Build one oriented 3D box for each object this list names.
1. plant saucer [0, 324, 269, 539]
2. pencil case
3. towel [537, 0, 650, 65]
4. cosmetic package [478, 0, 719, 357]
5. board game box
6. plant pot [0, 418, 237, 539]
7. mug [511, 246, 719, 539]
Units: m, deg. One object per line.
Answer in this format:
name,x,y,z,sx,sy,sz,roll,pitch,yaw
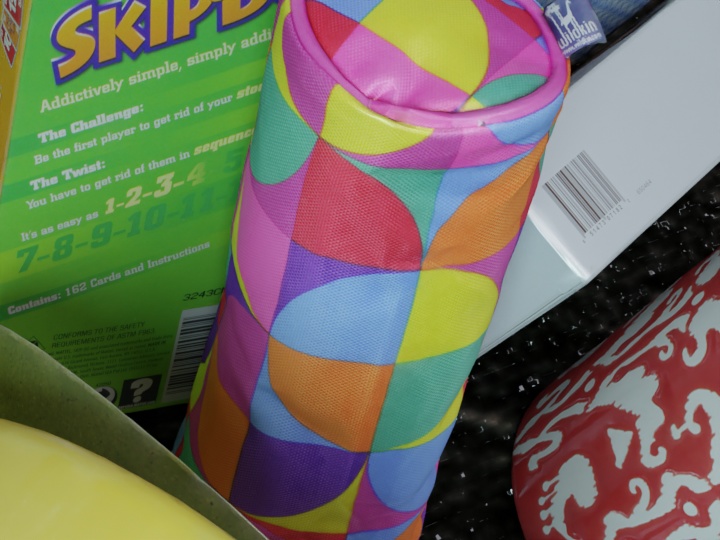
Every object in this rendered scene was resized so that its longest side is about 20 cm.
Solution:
plant saucer,-0.041,0.092,0.756,0.200,0.200,0.031,44,77,-8
pencil case,0.000,0.000,0.780,0.088,0.201,0.089,10,40,-9
towel,0.026,-0.076,0.860,0.147,0.200,0.024,6,48,-58
cosmetic package,0.062,-0.026,0.915,0.052,0.151,0.200,50,44,1
board game box,-0.059,-0.037,0.786,0.095,0.201,0.030,-9,48,-26
plant pot,-0.094,0.168,0.655,0.201,0.201,0.189,43,61,-8
mug,0.165,0.042,0.920,0.177,0.200,0.134,-1,64,-39
